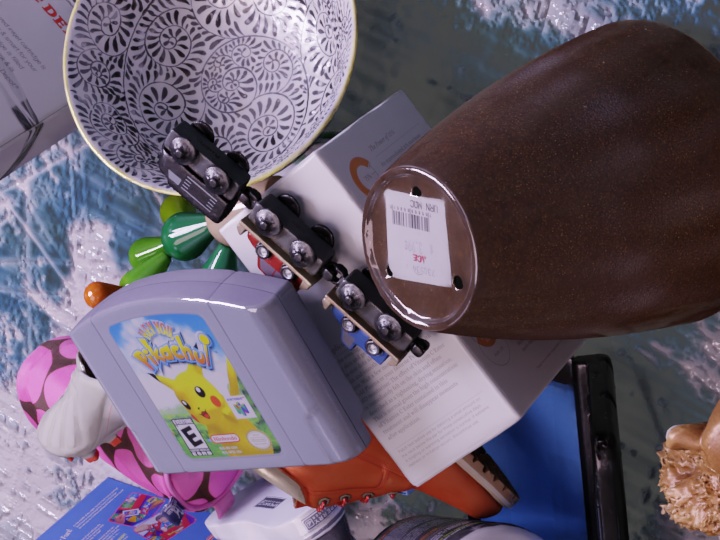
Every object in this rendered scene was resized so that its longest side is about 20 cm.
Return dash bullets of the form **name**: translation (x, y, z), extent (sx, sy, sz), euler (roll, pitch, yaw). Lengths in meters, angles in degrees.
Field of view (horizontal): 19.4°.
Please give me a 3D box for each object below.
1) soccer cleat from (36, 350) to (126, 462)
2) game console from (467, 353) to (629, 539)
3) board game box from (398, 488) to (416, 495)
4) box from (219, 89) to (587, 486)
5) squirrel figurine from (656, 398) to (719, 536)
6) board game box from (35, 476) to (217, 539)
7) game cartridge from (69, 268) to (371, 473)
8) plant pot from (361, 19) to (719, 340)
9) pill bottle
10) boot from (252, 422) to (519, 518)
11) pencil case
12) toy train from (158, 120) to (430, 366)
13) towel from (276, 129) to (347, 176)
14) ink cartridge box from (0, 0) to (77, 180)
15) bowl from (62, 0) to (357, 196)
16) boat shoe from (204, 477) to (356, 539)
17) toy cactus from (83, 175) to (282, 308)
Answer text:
- **soccer cleat**: translation (-0.178, 0.083, 1.475), extent (0.078, 0.070, 0.199), euler (45, 146, -19)
- **game console**: translation (0.121, 0.161, 1.414), extent (0.115, 0.176, 0.202), euler (-5, 116, 7)
- **board game box**: translation (-0.046, 0.077, 1.505), extent (0.199, 0.036, 0.152), euler (3, 119, 49)
- **box**: translation (0.029, 0.009, 1.311), extent (0.097, 0.124, 0.201), euler (-36, 92, 34)
- **squirrel figurine**: translation (0.253, 0.090, 1.221), extent (0.141, 0.187, 0.201), euler (32, 130, 16)
- **board game box**: translation (-0.202, 0.247, 1.639), extent (0.133, 0.200, 0.045), euler (15, 125, 29)
- **game cartridge**: translation (-0.094, 0.063, 1.307), extent (0.199, 0.040, 0.134), euler (-9, 114, 46)
- **plant pot**: translation (0.102, -0.036, 1.217), extent (0.186, 0.199, 0.189), euler (20, 118, 44)
- **pill bottle**: translation (0.060, 0.222, 1.450), extent (0.107, 0.106, 0.200), euler (58, 162, -7)
- **boot**: translation (0.007, 0.124, 1.396), extent (0.199, 0.075, 0.108), euler (32, 97, -12)
- **pencil case**: translation (-0.174, 0.118, 1.599), extent (0.199, 0.091, 0.094), euler (24, 152, 43)
- **toy train**: translation (-0.041, -0.011, 1.243), extent (0.200, 0.034, 0.046), euler (41, 128, 7)
- **towel**: translation (0.000, 0.000, 1.440), extent (0.149, 0.031, 0.202), euler (4, 118, 50)
- **ink cartridge box**: translation (-0.286, -0.134, 1.473), extent (0.147, 0.200, 0.086), euler (47, 134, 3)
- **bowl**: translation (-0.085, -0.132, 1.377), extent (0.200, 0.202, 0.094), euler (26, 173, 21)
- **boat shoe**: translation (-0.053, 0.195, 1.554), extent (0.068, 0.072, 0.200), euler (59, 156, -10)
- **toy cactus**: translation (-0.114, -0.034, 1.448), extent (0.164, 0.102, 0.202), euler (-18, 68, 44)
